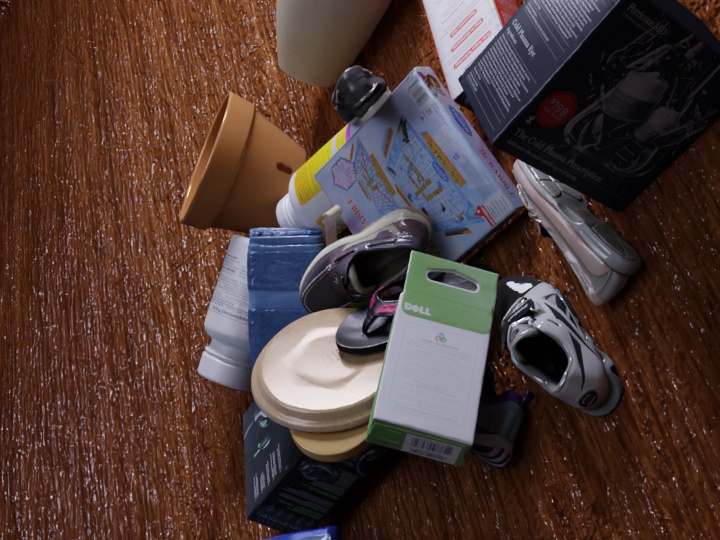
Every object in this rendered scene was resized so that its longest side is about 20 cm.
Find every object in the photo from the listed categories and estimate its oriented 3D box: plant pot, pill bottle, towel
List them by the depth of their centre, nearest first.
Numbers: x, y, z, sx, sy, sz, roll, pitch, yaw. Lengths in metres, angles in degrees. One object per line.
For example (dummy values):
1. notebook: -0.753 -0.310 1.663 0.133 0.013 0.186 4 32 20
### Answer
1. pill bottle: -0.027 -0.116 1.301 0.199 0.103 0.106 -36 50 37
2. towel: -0.097 0.046 1.303 0.109 0.048 0.205 1 95 12
3. pill bottle: -0.160 0.062 1.388 0.114 0.113 0.204 18 90 53
4. plant pot: -0.049 -0.377 1.396 0.188 0.184 0.203 55 132 47
5. plant pot: -0.167 -0.139 1.428 0.202 0.138 0.202 -58 19 33

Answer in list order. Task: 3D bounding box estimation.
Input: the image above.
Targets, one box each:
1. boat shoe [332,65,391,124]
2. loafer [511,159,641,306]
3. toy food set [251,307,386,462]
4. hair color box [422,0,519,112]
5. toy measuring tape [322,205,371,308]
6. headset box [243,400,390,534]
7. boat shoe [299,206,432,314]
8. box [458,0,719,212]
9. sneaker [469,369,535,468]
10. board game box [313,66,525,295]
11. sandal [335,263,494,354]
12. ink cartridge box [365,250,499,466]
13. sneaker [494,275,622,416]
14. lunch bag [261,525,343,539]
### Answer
1. boat shoe: -0.004 -0.214 1.152 0.067 0.057 0.200 -44 11 2
2. loafer: 0.208 -0.047 1.009 0.064 0.071 0.201 -60 41 26
3. toy food set: -0.025 0.114 1.091 0.198 0.197 0.049 27 141 41
4. hair color box: 0.143 -0.300 1.196 0.101 0.060 0.203 -39 47 36
5. toy measuring tape: -0.015 0.011 1.214 0.202 0.072 0.074 91 163 -46
6. headset box: -0.063 0.201 1.199 0.201 0.092 0.176 -51 28 25
7. boat shoe: 0.000 0.000 1.135 0.198 0.072 0.065 -32 26 28
8. box: 0.230 -0.181 0.923 0.183 0.197 0.105 -48 42 28
9. sneaker: 0.105 0.143 1.074 0.198 0.074 0.088 20 73 47
10. board game box: 0.065 -0.096 1.151 0.199 0.041 0.202 -41 77 33
11. sandal: 0.057 0.031 1.090 0.197 0.046 0.075 -25 38 -5
12. ink cartridge box: 0.077 0.089 1.009 0.060 0.102 0.203 104 -179 -58
13. sneaker: 0.178 0.061 0.986 0.075 0.087 0.200 -60 37 17
14. lunch bag: -0.070 0.397 1.125 0.200 0.125 0.174 -38 51 52
